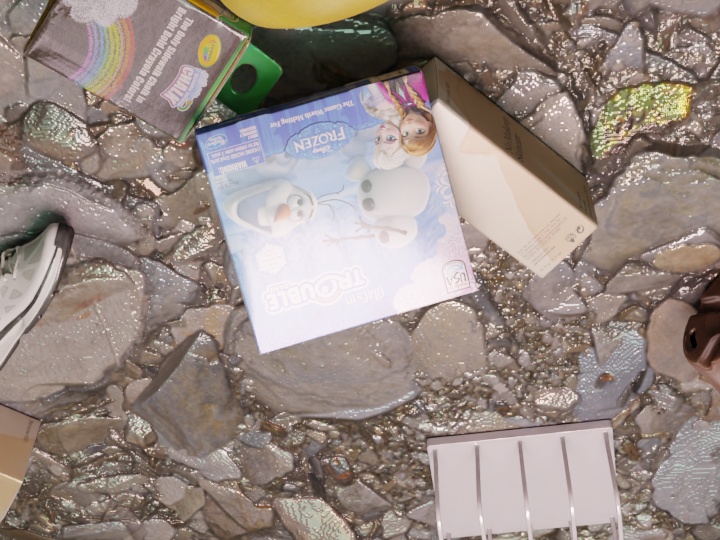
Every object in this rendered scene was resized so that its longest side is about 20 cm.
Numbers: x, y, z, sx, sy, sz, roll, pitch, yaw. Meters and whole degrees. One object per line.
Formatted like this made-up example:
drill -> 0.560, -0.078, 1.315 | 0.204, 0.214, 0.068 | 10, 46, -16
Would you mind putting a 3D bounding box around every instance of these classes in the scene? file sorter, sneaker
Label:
file sorter -> 0.178, 0.260, 1.600 | 0.199, 0.125, 0.139 | -6, 124, 6
sneaker -> -0.367, 0.013, 1.474 | 0.115, 0.076, 0.201 | 28, 123, -19

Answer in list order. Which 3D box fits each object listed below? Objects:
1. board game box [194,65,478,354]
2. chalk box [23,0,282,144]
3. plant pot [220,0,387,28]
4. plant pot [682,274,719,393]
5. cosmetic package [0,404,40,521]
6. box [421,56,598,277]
board game box -> -0.019, -0.051, 1.288 | 0.199, 0.043, 0.200 | -17, 105, -3
chalk box -> -0.164, -0.207, 1.293 | 0.199, 0.124, 0.125 | 29, 119, -18
plant pot -> -0.051, -0.276, 1.218 | 0.200, 0.201, 0.142 | 32, 140, -19
plant pot -> 0.432, 0.087, 1.444 | 0.198, 0.201, 0.200 | 39, 117, -14
cosmetic package -> -0.446, 0.173, 1.571 | 0.199, 0.105, 0.071 | 24, 122, -16
box -> 0.117, -0.094, 1.379 | 0.200, 0.095, 0.078 | 35, 117, -22
